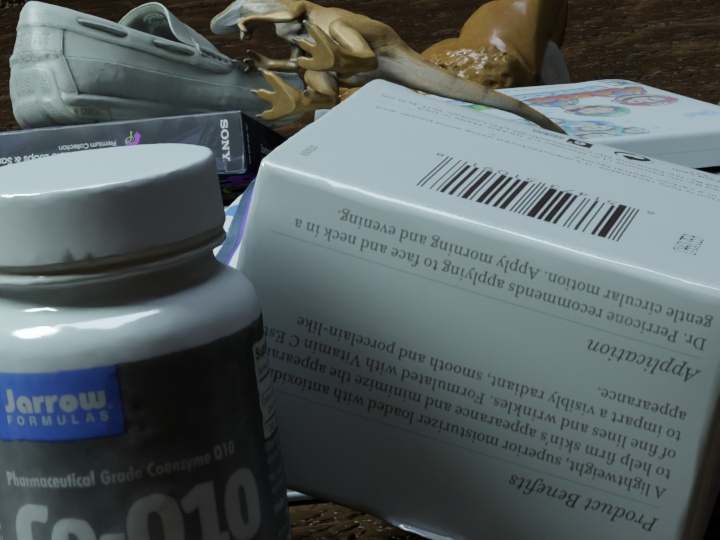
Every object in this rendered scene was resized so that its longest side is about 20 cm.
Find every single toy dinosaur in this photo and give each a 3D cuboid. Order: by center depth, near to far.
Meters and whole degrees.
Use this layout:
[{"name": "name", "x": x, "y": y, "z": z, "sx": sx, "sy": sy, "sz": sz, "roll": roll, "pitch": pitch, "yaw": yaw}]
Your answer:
[{"name": "toy dinosaur", "x": 0.005, "y": -0.108, "z": 1.374, "sx": 0.200, "sy": 0.061, "sz": 0.106, "roll": 25, "pitch": 31, "yaw": 22}]

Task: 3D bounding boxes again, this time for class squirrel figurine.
[{"name": "squirrel figurine", "x": 0.044, "y": -0.107, "z": 1.900, "sx": 0.186, "sy": 0.142, "sz": 0.200, "roll": -9, "pitch": 7, "yaw": 25}]

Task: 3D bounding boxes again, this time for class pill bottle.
[{"name": "pill bottle", "x": -0.086, "y": 0.060, "z": 0.998, "sx": 0.113, "sy": 0.201, "sz": 0.114, "roll": -8, "pitch": 12, "yaw": 2}]

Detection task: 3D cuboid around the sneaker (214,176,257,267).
[{"name": "sneaker", "x": -0.082, "y": 0.012, "z": 1.321, "sx": 0.146, "sy": 0.081, "sz": 0.200, "roll": -17, "pitch": 26, "yaw": 27}]

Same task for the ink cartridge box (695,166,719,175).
[{"name": "ink cartridge box", "x": 0.187, "y": -0.006, "z": 1.425, "sx": 0.200, "sy": 0.084, "sz": 0.145, "roll": -14, "pitch": 12, "yaw": -29}]

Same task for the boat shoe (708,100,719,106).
[{"name": "boat shoe", "x": 0.231, "y": -0.083, "z": 1.570, "sx": 0.072, "sy": 0.060, "sz": 0.202, "roll": -11, "pitch": -30, "yaw": -32}]

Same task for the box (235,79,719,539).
[{"name": "box", "x": 0.062, "y": 0.022, "z": 1.116, "sx": 0.198, "sy": 0.131, "sz": 0.200, "roll": 16, "pitch": 16, "yaw": 9}]

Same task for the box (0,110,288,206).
[{"name": "box", "x": -0.112, "y": -0.052, "z": 1.417, "sx": 0.143, "sy": 0.036, "sz": 0.200, "roll": -5, "pitch": -2, "yaw": 7}]

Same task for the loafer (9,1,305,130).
[{"name": "loafer", "x": -0.101, "y": -0.105, "z": 1.425, "sx": 0.070, "sy": 0.070, "sz": 0.200, "roll": -6, "pitch": -4, "yaw": 37}]

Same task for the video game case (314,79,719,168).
[{"name": "video game case", "x": 0.100, "y": -0.076, "z": 1.488, "sx": 0.199, "sy": 0.024, "sz": 0.182, "roll": -6, "pitch": 13, "yaw": -22}]

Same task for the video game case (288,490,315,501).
[{"name": "video game case", "x": -0.044, "y": 0.077, "z": 1.335, "sx": 0.182, "sy": 0.023, "sz": 0.200, "roll": -6, "pitch": 13, "yaw": 7}]
